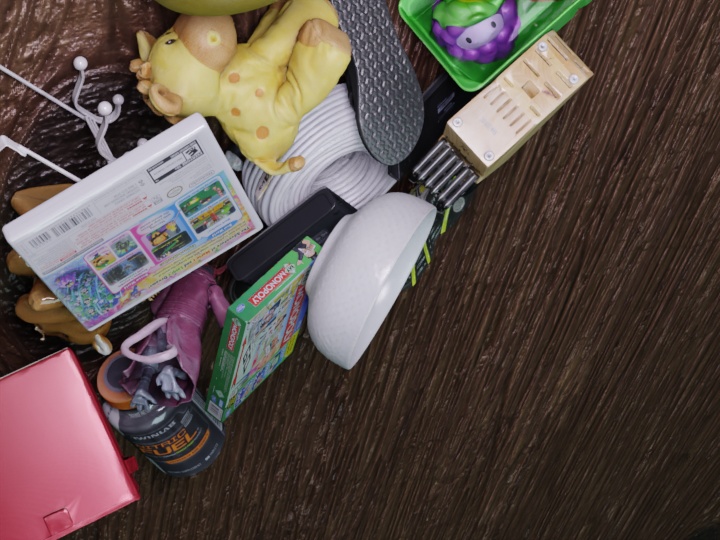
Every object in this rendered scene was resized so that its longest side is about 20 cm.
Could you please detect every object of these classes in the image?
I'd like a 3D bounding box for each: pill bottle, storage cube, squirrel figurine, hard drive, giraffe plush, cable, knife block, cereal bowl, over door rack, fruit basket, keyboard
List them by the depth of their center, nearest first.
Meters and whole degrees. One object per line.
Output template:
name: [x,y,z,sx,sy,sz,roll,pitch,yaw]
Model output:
over door rack: [-0.267,-0.134,1.184,0.200,0.148,0.067,16,123,-49]
giraffe plush: [-0.127,-0.185,1.231,0.162,0.172,0.201,20,89,-28]
fruit basket: [0.136,-0.299,1.324,0.215,0.156,0.216,-34,163,-12]
squirrel figurine: [-0.265,0.008,1.376,0.199,0.142,0.187,-16,149,-19]
knife block: [0.142,-0.149,1.393,0.200,0.064,0.176,-42,177,-2]
cereal bowl: [0.000,0.000,1.396,0.200,0.083,0.200,-59,173,-12]
cable: [-0.033,-0.121,1.439,0.200,0.069,0.200,-34,154,-1]
storage cube: [-0.360,0.203,1.441,0.200,0.180,0.171,-24,180,-11]
keyboard: [0.088,-0.170,1.459,0.200,0.021,0.127,-48,150,-33]
hard drive: [-0.049,-0.016,1.491,0.139,0.033,0.200,-38,156,9]
pill bottle: [-0.248,0.169,1.608,0.106,0.106,0.200,-32,145,-1]

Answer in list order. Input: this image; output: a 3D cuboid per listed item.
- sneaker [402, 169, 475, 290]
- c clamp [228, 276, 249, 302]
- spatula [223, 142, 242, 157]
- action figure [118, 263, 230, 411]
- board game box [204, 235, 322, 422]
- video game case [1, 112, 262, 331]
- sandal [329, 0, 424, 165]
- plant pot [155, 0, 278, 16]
sneaker: [0.070,-0.075,1.602,0.200,0.076,0.075,-54,142,-1]
c clamp: [-0.079,0.013,1.629,0.200,0.027,0.171,-36,141,6]
spatula: [-0.084,-0.176,1.392,0.200,0.021,0.056,-43,146,16]
action figure: [-0.208,0.054,1.466,0.134,0.200,0.149,5,146,22]
board game box: [-0.107,0.067,1.433,0.135,0.029,0.200,-44,164,-36]
video game case: [-0.202,-0.039,1.208,0.200,0.024,0.182,-31,150,-4]
sandal: [0.013,-0.207,1.339,0.075,0.048,0.201,-19,102,-18]
plant pot: [-0.122,-0.292,1.097,0.200,0.201,0.142,-7,164,-33]
